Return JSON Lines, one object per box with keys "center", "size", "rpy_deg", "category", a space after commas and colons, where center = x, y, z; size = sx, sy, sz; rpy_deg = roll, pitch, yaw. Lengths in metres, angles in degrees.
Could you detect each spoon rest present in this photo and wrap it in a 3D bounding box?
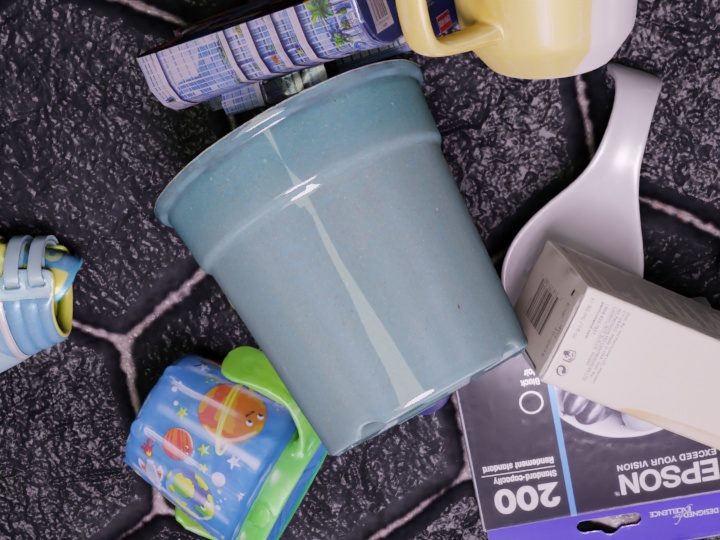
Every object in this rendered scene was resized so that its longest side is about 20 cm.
{"center": [0.162, -0.042, 0.936], "size": [0.099, 0.061, 0.201], "rpy_deg": [16, 102, 0], "category": "spoon rest"}

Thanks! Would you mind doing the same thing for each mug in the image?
{"center": [0.099, -0.205, 0.858], "size": [0.185, 0.150, 0.154], "rpy_deg": [-12, 116, -7], "category": "mug"}

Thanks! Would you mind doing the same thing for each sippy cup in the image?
{"center": [-0.100, 0.132, 0.999], "size": [0.130, 0.140, 0.179], "rpy_deg": [29, 100, 7], "category": "sippy cup"}

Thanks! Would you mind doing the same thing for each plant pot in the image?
{"center": [0.000, 0.000, 0.873], "size": [0.200, 0.200, 0.197], "rpy_deg": [-32, 82, 14], "category": "plant pot"}

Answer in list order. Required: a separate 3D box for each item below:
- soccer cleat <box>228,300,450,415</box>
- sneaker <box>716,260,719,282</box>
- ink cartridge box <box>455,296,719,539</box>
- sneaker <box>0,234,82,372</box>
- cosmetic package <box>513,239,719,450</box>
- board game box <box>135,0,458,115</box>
{"center": [-0.023, 0.048, 0.993], "size": [0.199, 0.084, 0.065], "rpy_deg": [30, 69, 9], "category": "soccer cleat"}
{"center": [0.348, 0.022, 0.942], "size": [0.198, 0.078, 0.086], "rpy_deg": [11, 110, 1], "category": "sneaker"}
{"center": [0.179, 0.134, 1.013], "size": [0.197, 0.043, 0.201], "rpy_deg": [-11, 107, 7], "category": "ink cartridge box"}
{"center": [-0.281, -0.019, 0.989], "size": [0.130, 0.080, 0.201], "rpy_deg": [-20, 115, 13], "category": "sneaker"}
{"center": [0.208, 0.059, 0.902], "size": [0.199, 0.105, 0.071], "rpy_deg": [22, 104, -13], "category": "cosmetic package"}
{"center": [-0.053, -0.149, 0.885], "size": [0.199, 0.200, 0.062], "rpy_deg": [-14, 106, 25], "category": "board game box"}
